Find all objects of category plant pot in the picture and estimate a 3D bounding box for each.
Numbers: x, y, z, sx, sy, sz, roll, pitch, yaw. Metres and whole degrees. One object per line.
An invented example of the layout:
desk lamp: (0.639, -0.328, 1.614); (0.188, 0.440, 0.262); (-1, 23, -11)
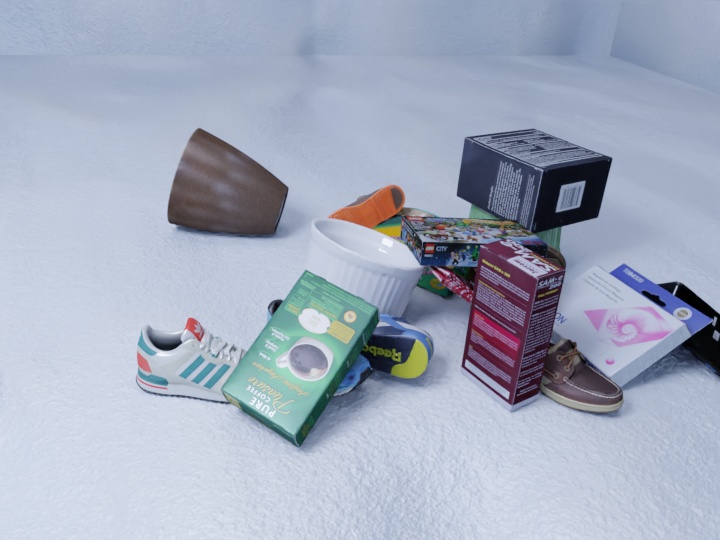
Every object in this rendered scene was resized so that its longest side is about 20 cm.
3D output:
plant pot: (-0.243, -0.147, 1.387); (0.196, 0.190, 0.188); (19, 27, -4)

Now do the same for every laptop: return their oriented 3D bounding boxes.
laptop: (0.503, 0.101, 1.193); (0.199, 0.104, 0.177); (42, 38, 11)

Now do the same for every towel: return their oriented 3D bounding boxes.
towel: (0.176, 0.033, 1.128); (0.198, 0.023, 0.145); (34, 9, -24)

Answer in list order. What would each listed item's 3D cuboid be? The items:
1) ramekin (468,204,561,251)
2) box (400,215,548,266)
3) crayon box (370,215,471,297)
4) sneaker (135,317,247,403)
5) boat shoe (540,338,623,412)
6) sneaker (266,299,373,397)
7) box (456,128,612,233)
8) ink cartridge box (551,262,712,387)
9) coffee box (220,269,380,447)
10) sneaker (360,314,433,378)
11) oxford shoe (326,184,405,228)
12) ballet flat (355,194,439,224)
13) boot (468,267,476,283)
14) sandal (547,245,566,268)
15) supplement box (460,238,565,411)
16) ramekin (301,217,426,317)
ramekin: (0.300, -0.085, 1.412); (0.194, 0.100, 0.201); (4, 27, -2)
box: (0.170, -0.045, 1.116); (0.194, 0.039, 0.137); (1, 20, -11)
crayon box: (0.112, -0.030, 1.322); (0.197, 0.060, 0.118); (24, 32, 31)
sneaker: (-0.203, 0.114, 0.958); (0.194, 0.096, 0.071); (4, 27, -1)
boat shoe: (0.281, 0.132, 1.028); (0.198, 0.074, 0.071); (26, 34, 35)
sneaker: (-0.068, 0.101, 0.998); (0.197, 0.092, 0.078); (23, 45, 35)
box: (0.316, -0.170, 1.332); (0.196, 0.126, 0.198); (-12, 32, -33)
ink cartridge box: (0.397, 0.068, 1.120); (0.198, 0.044, 0.196); (-33, 37, -9)
coffee box: (-0.074, 0.108, 0.929); (0.121, 0.044, 0.202); (25, 64, 18)
sneaker: (0.018, 0.100, 1.053); (0.196, 0.076, 0.082); (18, 20, 23)
oxford shoe: (-0.006, -0.099, 1.402); (0.197, 0.073, 0.073); (-27, 11, -9)
ballet flat: (0.070, -0.096, 1.453); (0.196, 0.071, 0.066); (16, 55, 26)
boot: (0.270, 0.020, 1.193); (0.105, 0.077, 0.200); (21, 4, -21)
sandal: (0.279, -0.040, 1.283); (0.055, 0.082, 0.198); (-49, 33, -21)
supplement box: (0.204, 0.073, 0.987); (0.060, 0.205, 0.108); (-14, 32, -32)
ramekin: (0.000, 0.000, 1.154); (0.196, 0.100, 0.201); (19, 15, -5)
